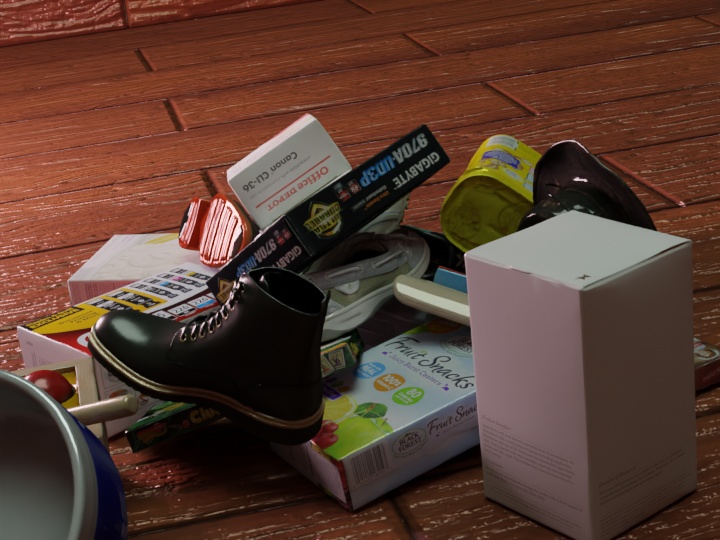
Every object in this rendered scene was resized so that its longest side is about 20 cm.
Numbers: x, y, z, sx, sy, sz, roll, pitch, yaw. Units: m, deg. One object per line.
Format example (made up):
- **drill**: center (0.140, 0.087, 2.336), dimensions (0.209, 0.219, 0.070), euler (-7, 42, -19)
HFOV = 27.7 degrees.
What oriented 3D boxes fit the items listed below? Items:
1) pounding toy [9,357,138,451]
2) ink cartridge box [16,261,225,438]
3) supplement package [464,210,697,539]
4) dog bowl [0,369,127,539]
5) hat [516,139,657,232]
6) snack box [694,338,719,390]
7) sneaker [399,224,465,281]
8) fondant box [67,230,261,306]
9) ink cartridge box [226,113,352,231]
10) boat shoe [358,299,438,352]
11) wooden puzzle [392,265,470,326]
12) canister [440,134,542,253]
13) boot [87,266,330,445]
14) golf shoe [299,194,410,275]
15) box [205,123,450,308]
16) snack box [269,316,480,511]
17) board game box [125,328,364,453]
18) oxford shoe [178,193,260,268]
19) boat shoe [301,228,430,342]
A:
- **pounding toy**: center (-0.256, 0.140, 1.107), dimensions (0.183, 0.143, 0.200), euler (-10, 20, -10)
- **ink cartridge box**: center (-0.212, 0.066, 1.383), dimensions (0.199, 0.084, 0.175), euler (-23, 25, -38)
- **supplement package**: center (0.164, 0.075, 1.073), dimensions (0.119, 0.201, 0.121), euler (-20, 25, -34)
- **dog bowl**: center (-0.256, 0.169, 0.955), dimensions (0.198, 0.202, 0.079), euler (-1, -23, 15)
- **hat**: center (0.191, -0.016, 1.351), dimensions (0.081, 0.202, 0.200), euler (-29, 27, -21)
- **snack box**: center (0.221, 0.100, 1.243), dimensions (0.199, 0.024, 0.072), euler (-18, 21, -28)
- **sneaker**: center (0.016, -0.019, 1.529), dimensions (0.198, 0.072, 0.080), euler (-1, -7, 11)
- **fondant box**: center (-0.194, 0.008, 1.574), dimensions (0.198, 0.059, 0.144), euler (-1, 21, 12)
- **ink cartridge box**: center (-0.078, -0.106, 1.549), dimensions (0.116, 0.068, 0.200), euler (-36, 10, 0)
- **boat shoe**: center (0.036, 0.050, 1.395), dimensions (0.199, 0.073, 0.071), euler (23, 25, 35)
- **wooden puzzle**: center (0.142, 0.033, 1.291), dimensions (0.184, 0.038, 0.200), euler (18, 7, 20)
- **canister**: center (0.169, -0.065, 1.556), dimensions (0.148, 0.087, 0.200), euler (34, 22, -1)
- **boot**: center (-0.113, 0.037, 1.125), dimensions (0.199, 0.139, 0.078), euler (18, 39, 10)
- **golf shoe**: center (-0.023, -0.044, 1.469), dimensions (0.078, 0.097, 0.201), euler (21, 75, 40)
- **box**: center (-0.030, -0.045, 1.331), dimensions (0.200, 0.046, 0.159), euler (-36, 0, -39)
- **snack box**: center (0.036, 0.109, 1.203), dimensions (0.199, 0.053, 0.142), euler (-24, 26, -23)
- **board game box**: center (-0.094, 0.099, 1.235), dimensions (0.199, 0.024, 0.105), euler (-22, 7, 6)
- **oxford shoe**: center (-0.125, -0.036, 1.466), dimensions (0.072, 0.072, 0.200), euler (17, 4, -21)
- **boat shoe**: center (-0.002, 0.001, 1.307), dimensions (0.074, 0.065, 0.202), euler (-14, 14, 38)
